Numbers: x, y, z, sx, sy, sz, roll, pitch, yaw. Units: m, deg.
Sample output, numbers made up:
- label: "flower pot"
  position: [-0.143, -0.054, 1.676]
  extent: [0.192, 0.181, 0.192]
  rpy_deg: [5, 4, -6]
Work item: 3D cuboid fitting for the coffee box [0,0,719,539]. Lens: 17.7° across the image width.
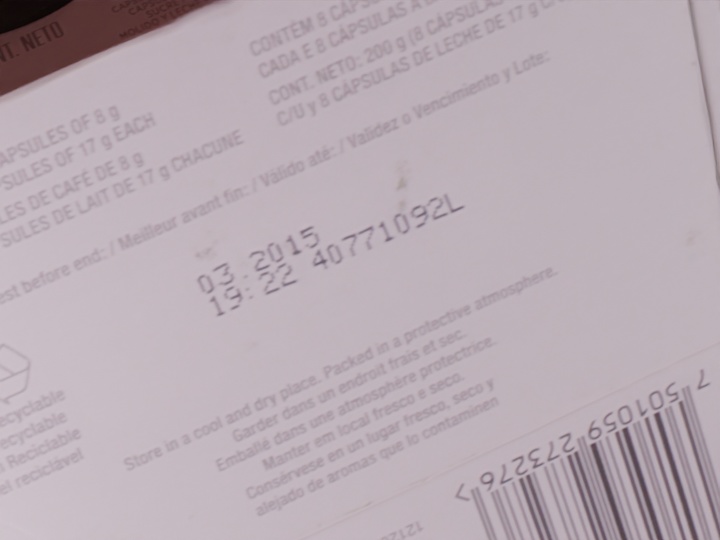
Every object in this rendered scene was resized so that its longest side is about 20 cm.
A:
- label: "coffee box"
  position: [-0.032, -0.009, 0.543]
  extent: [0.198, 0.199, 0.200]
  rpy_deg: [-125, 14, -58]
